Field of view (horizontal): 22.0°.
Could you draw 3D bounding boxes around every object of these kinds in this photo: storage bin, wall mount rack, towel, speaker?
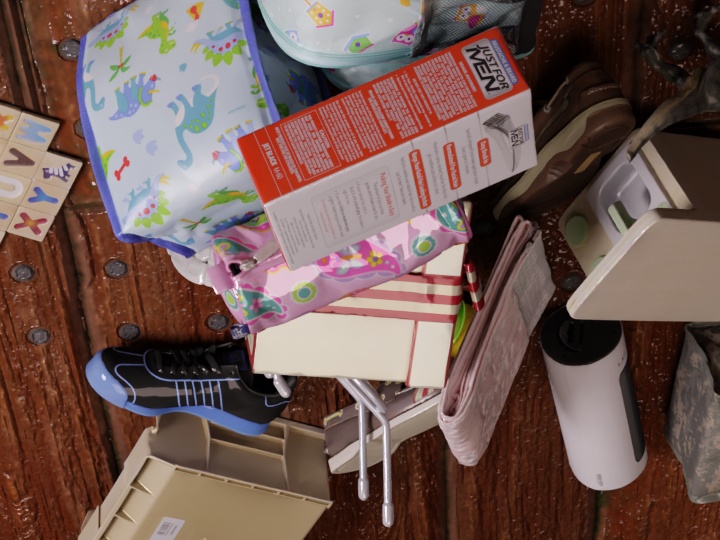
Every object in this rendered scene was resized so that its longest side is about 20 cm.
[{"bbox_3d":[-0.156,0.233,1.842,0.198,0.094,0.200,17,131,-22],"label":"storage bin"},{"bbox_3d":[-0.015,0.133,1.674,0.075,0.200,0.174,-41,101,-4],"label":"wall mount rack"},{"bbox_3d":[0.120,0.068,1.618,0.032,0.192,0.200,21,168,15],"label":"towel"},{"bbox_3d":[0.226,0.123,1.796,0.081,0.081,0.200,-13,135,5],"label":"speaker"}]

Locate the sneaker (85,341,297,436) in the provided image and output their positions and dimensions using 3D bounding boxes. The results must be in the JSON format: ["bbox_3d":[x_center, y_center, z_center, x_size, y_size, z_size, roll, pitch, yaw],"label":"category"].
[{"bbox_3d":[-0.153,0.095,1.726,0.199,0.070,0.078,15,129,-31],"label":"sneaker"}]

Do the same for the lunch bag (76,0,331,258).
[{"bbox_3d":[-0.121,-0.136,1.412,0.170,0.201,0.127,-29,159,22],"label":"lunch bag"}]

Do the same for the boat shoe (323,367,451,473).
[{"bbox_3d":[0.034,0.131,1.764,0.072,0.060,0.200,0,154,-42],"label":"boat shoe"}]

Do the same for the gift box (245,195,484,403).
[{"bbox_3d":[0.000,0.000,1.548,0.186,0.185,0.201,3,114,-9],"label":"gift box"}]

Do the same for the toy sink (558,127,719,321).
[{"bbox_3d":[0.256,-0.039,1.584,0.199,0.112,0.131,1,139,-38],"label":"toy sink"}]

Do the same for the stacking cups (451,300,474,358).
[{"bbox_3d":[0.034,0.024,1.694,0.199,0.061,0.061,27,126,-25],"label":"stacking cups"}]

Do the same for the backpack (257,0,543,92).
[{"bbox_3d":[0.020,-0.216,1.353,0.199,0.176,0.154,0,134,-18],"label":"backpack"}]

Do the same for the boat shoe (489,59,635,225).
[{"bbox_3d":[0.163,-0.110,1.566,0.074,0.075,0.202,-13,161,-31],"label":"boat shoe"}]

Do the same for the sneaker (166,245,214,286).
[{"bbox_3d":[-0.121,-0.039,1.527,0.082,0.200,0.077,15,104,-38],"label":"sneaker"}]

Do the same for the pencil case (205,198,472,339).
[{"bbox_3d":[-0.017,-0.023,1.397,0.199,0.088,0.088,-22,135,-2],"label":"pencil case"}]

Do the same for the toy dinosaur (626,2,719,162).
[{"bbox_3d":[0.273,-0.160,1.502,0.199,0.088,0.047,-24,179,-34],"label":"toy dinosaur"}]

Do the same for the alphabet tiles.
[{"bbox_3d":[-0.344,-0.085,1.556,0.199,0.006,0.167,17,131,-23],"label":"alphabet tiles"}]

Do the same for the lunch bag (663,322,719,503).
[{"bbox_3d":[0.412,0.130,1.807,0.199,0.118,0.164,-7,136,-10],"label":"lunch bag"}]

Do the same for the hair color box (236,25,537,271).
[{"bbox_3d":[0.022,-0.084,1.311,0.199,0.064,0.111,-22,154,-2],"label":"hair color box"}]
